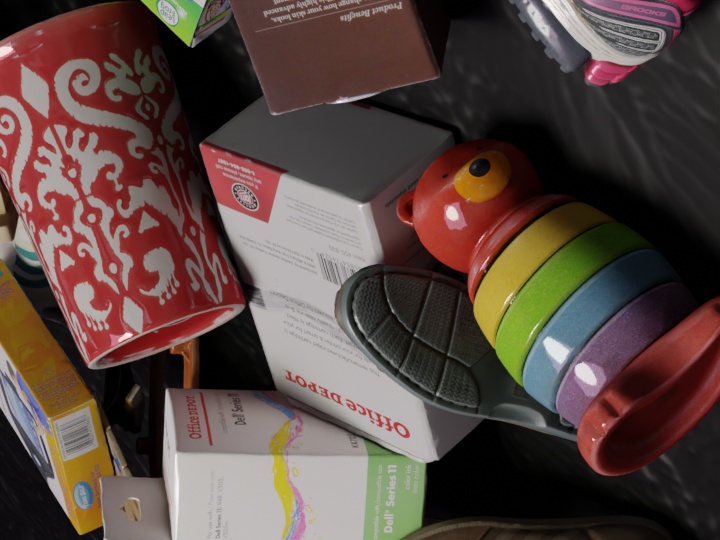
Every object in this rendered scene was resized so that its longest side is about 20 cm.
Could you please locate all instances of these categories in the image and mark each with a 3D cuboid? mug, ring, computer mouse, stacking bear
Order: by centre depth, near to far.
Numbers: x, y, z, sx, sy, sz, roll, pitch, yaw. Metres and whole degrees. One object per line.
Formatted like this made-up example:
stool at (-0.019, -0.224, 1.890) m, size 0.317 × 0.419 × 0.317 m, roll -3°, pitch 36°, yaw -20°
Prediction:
stacking bear at (0.107, 0.006, 1.320) m, size 0.200 × 0.121 × 0.114 m, roll 46°, pitch 169°, yaw 23°
mug at (-0.143, -0.053, 1.522) m, size 0.133 × 0.177 × 0.201 m, roll -28°, pitch 79°, yaw 37°
ring at (-0.137, 0.088, 1.677) m, size 0.200 × 0.019 × 0.201 m, roll -178°, pitch 90°, yaw -76°
computer mouse at (-0.175, 0.027, 1.687) m, size 0.200 × 0.046 × 0.141 m, roll 107°, pitch 158°, yaw -55°

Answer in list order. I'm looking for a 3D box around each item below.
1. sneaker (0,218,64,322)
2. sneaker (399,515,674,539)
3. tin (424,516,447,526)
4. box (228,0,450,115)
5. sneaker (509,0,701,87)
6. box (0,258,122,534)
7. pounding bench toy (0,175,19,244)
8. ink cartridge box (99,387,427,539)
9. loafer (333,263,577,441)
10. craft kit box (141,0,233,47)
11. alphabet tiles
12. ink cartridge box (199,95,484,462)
sneaker at (-0.225, -0.022, 1.766) m, size 0.093 × 0.070 × 0.200 m, roll 32°, pitch 147°, yaw -5°
sneaker at (0.095, 0.194, 1.465) m, size 0.199 × 0.076 × 0.071 m, roll -11°, pitch 115°, yaw 9°
tin at (0.021, 0.183, 1.583) m, size 0.199 × 0.112 × 0.042 m, roll 5°, pitch 95°, yaw 18°
box at (-0.028, -0.191, 1.272) m, size 0.100 × 0.075 × 0.201 m, roll -11°, pitch 119°, yaw 16°
sneaker at (0.087, -0.187, 1.170) m, size 0.200 × 0.081 × 0.075 m, roll 46°, pitch 135°, yaw -8°
box at (-0.234, 0.082, 1.721) m, size 0.200 × 0.041 × 0.119 m, roll 47°, pitch 155°, yaw 43°
pounding bench toy at (-0.303, -0.108, 1.654) m, size 0.200 × 0.124 × 0.157 m, roll -93°, pitch -7°, yaw -61°
ink cartridge box at (-0.065, 0.125, 1.531) m, size 0.117 × 0.199 × 0.068 m, roll -115°, pitch 28°, yaw -71°
loafer at (0.066, 0.055, 1.393) m, size 0.199 × 0.072 × 0.063 m, roll 24°, pitch 167°, yaw -20°
craft kit box at (-0.135, -0.258, 1.403) m, size 0.200 × 0.048 × 0.198 m, roll 45°, pitch 146°, yaw 9°
alphabet tiles at (-0.158, 0.183, 1.691) m, size 0.167 × 0.006 × 0.200 m, roll 88°, pitch 159°, yaw -53°
ink cartridge box at (0.000, 0.000, 1.468) m, size 0.146 × 0.083 × 0.201 m, roll 22°, pitch 139°, yaw 40°
